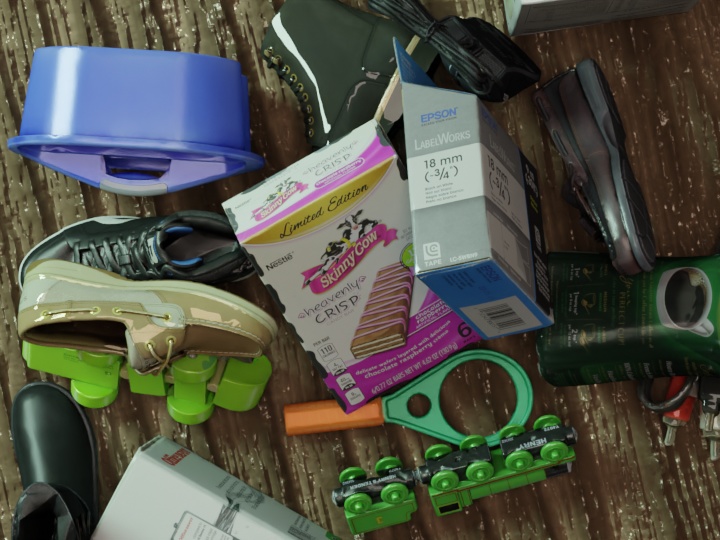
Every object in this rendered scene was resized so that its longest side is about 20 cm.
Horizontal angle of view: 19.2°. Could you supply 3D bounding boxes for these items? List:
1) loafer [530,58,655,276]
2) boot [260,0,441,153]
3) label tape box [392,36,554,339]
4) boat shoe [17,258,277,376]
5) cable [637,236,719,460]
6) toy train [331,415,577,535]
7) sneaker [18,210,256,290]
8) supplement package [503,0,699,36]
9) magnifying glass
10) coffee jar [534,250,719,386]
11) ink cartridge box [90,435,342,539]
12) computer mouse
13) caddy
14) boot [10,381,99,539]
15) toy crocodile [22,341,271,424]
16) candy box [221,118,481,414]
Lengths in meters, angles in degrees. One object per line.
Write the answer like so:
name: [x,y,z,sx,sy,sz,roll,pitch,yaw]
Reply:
loafer: [0.180,-0.073,1.656,0.063,0.072,0.200,-21,53,16]
boot: [-0.040,-0.123,1.693,0.138,0.077,0.200,29,78,6]
label tape box: [0.086,-0.067,1.609,0.063,0.144,0.200,-13,65,19]
boat shoe: [-0.165,0.046,1.631,0.200,0.074,0.066,9,59,6]
cable: [0.280,0.049,1.704,0.097,0.050,0.200,7,77,18]
toy train: [0.077,0.164,1.690,0.200,0.042,0.056,-15,133,3]
sneaker: [-0.176,-0.015,1.669,0.200,0.112,0.073,-10,86,0]
supplement package: [0.179,-0.271,1.618,0.151,0.200,0.152,-9,89,2]
magnifying glass: [0.039,0.109,1.710,0.200,0.022,0.080,-7,90,0]
coffee jar: [0.238,0.036,1.646,0.200,0.085,0.104,-1,68,16]
ink cartridge box: [-0.097,0.215,1.649,0.200,0.147,0.083,30,91,2]
computer mouse: [0.063,-0.177,1.631,0.140,0.200,0.046,43,105,7]
caddy: [-0.172,-0.110,1.656,0.200,0.141,0.105,3,87,2]
boot: [-0.240,0.168,1.625,0.066,0.200,0.165,-15,89,1]
toy crocodile: [-0.171,0.073,1.694,0.200,0.068,0.062,10,46,4]
candy box: [0.000,0.000,1.636,0.136,0.061,0.200,-30,127,1]
